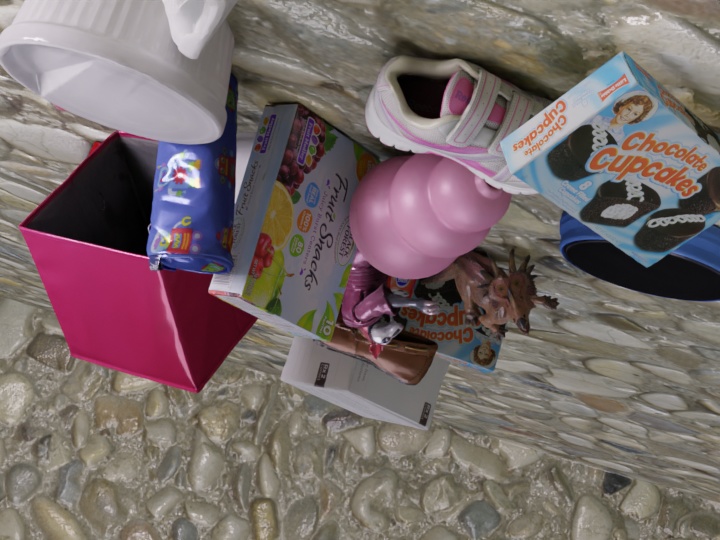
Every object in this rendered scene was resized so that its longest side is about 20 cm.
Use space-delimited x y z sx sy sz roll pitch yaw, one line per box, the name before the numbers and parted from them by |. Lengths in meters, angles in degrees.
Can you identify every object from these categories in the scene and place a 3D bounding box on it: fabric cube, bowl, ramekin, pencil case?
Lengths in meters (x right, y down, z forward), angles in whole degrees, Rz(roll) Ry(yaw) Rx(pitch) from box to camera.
fabric cube | -0.233 -0.015 1.547 0.195 0.200 0.200 11 135 27
bowl | 0.300 -0.015 1.383 0.200 0.040 0.201 16 168 3
ramekin | -0.200 -0.190 1.147 0.201 0.095 0.202 16 169 3
pencil case | -0.158 -0.091 1.268 0.086 0.201 0.078 -5 166 25

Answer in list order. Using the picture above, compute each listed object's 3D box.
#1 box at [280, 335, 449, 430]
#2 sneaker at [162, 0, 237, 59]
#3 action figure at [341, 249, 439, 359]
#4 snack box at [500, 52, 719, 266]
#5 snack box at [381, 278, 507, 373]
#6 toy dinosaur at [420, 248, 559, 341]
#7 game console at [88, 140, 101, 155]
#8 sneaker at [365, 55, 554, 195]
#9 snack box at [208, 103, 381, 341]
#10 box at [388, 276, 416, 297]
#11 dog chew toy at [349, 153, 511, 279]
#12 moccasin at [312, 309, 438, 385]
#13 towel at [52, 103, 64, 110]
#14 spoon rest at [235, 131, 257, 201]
box | 0.021 0.095 1.866 0.130 0.200 0.200 6 163 40
sneaker | -0.129 -0.226 0.985 0.088 0.075 0.200 30 161 -2
action figure | 0.000 0.000 1.469 0.148 0.201 0.134 -5 -173 -11
snack box | 0.214 -0.080 1.047 0.116 0.037 0.200 -36 138 26
snack box | 0.095 0.049 1.761 0.199 0.117 0.037 19 168 -12
toy dinosaur | 0.154 0.015 1.635 0.200 0.086 0.136 28 166 35
game console | -0.262 -0.110 1.771 0.172 0.119 0.200 -12 177 -18
sneaker | 0.095 -0.120 1.090 0.199 0.082 0.088 14 169 9
snack box | -0.062 -0.046 1.347 0.053 0.201 0.142 5 164 39
box | -0.032 -0.028 1.638 0.199 0.096 0.100 10 166 28
dog chew toy | 0.073 -0.063 1.303 0.124 0.125 0.200 22 159 -23
moccasin | -0.001 0.071 1.674 0.201 0.078 0.074 27 -162 1
towel | -0.253 -0.191 1.386 0.199 0.030 0.146 11 167 13
spoon rest | -0.126 -0.115 1.382 0.199 0.100 0.061 28 161 -29
